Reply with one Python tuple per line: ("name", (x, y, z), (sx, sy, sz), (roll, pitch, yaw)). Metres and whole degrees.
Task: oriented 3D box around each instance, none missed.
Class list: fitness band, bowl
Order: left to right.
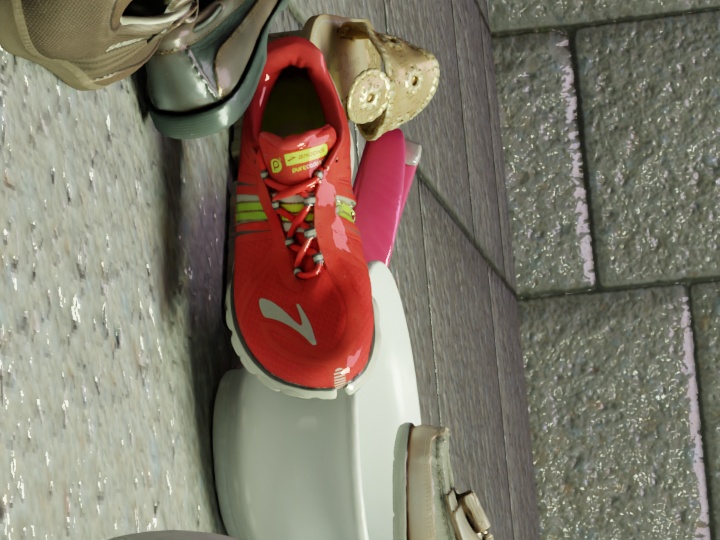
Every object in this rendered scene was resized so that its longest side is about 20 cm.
("bowl", (-0.024, 0.097, 1.170), (0.201, 0.090, 0.202), (-4, 90, -80))
("fitness band", (0.000, 0.000, 1.366), (0.200, 0.037, 0.144), (106, -2, -50))

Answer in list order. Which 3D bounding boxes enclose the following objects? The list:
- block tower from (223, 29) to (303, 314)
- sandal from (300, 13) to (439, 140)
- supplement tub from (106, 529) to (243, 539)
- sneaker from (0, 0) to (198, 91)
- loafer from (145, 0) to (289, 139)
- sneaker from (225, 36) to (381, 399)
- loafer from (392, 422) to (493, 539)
("block tower", (-0.044, -0.047, 1.277), (0.058, 0.054, 0.201), (73, 14, -54))
("sandal", (0.013, -0.119, 1.295), (0.212, 0.069, 0.078), (-61, 143, -76))
("supplement tub", (-0.064, 0.190, 0.668), (0.200, 0.145, 0.146), (-80, 161, -63))
("sneaker", (-0.095, -0.113, 0.912), (0.200, 0.075, 0.071), (-39, 123, -79))
("loafer", (-0.074, -0.151, 1.116), (0.201, 0.071, 0.063), (-84, 159, -47))
("sneaker", (-0.034, -0.030, 1.084), (0.085, 0.077, 0.201), (88, -6, -56))
("loafer", (0.054, 0.178, 1.143), (0.072, 0.063, 0.201), (3, 82, -78))
